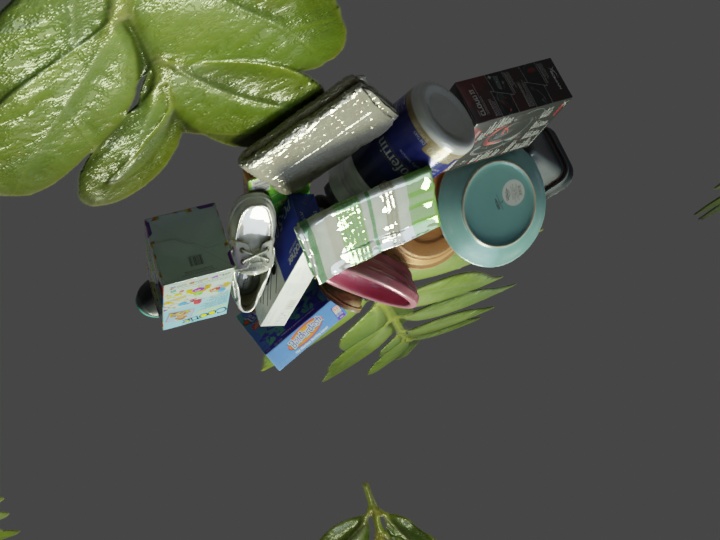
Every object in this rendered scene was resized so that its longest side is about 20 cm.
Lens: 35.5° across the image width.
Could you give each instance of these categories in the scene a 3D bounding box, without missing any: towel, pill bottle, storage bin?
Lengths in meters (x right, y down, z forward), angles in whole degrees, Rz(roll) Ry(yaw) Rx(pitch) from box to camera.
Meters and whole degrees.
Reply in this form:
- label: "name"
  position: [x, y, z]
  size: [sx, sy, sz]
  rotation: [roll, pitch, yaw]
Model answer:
- label: "towel"
  position: [-0.054, -0.175, 1.464]
  size: [0.200, 0.035, 0.132]
  rotation: [-33, 155, 14]
- label: "towel"
  position: [0.015, -0.059, 1.540]
  size: [0.200, 0.031, 0.149]
  rotation: [-24, 152, -4]
- label: "pill bottle"
  position: [0.053, -0.163, 1.562]
  size: [0.200, 0.116, 0.116]
  rotation: [-36, 162, 36]
- label: "storage bin"
  position: [0.233, -0.161, 1.863]
  size: [0.200, 0.146, 0.134]
  rotation: [-31, 155, 20]

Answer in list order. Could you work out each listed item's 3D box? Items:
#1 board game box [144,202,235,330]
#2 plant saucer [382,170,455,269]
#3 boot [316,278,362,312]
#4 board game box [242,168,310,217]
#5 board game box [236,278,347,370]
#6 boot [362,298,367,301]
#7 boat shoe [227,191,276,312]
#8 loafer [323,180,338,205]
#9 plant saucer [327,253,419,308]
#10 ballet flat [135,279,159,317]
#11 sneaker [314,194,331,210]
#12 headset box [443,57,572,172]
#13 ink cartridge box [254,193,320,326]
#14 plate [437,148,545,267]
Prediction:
- label: "board game box"
  position: [-0.250, -0.003, 1.623]
  size: [0.105, 0.103, 0.200]
  rotation: [-15, 163, -16]
- label: "plant saucer"
  position: [0.097, -0.100, 1.716]
  size: [0.200, 0.201, 0.032]
  rotation: [-18, -164, -28]
- label: "boot"
  position: [-0.029, -0.002, 1.898]
  size: [0.073, 0.200, 0.076]
  rotation: [23, 114, -25]
- label: "board game box"
  position: [-0.120, -0.104, 1.619]
  size: [0.095, 0.030, 0.200]
  rotation: [-22, 156, -14]
- label: "board game box"
  position: [-0.124, 0.078, 1.962]
  size: [0.152, 0.045, 0.200]
  rotation: [-40, -154, -6]
- label: "boot"
  position: [0.018, -0.028, 2.032]
  size: [0.162, 0.073, 0.198]
  rotation: [-46, -154, -15]
- label: "boat shoe"
  position: [-0.151, -0.021, 1.594]
  size: [0.071, 0.069, 0.200]
  rotation: [-5, 135, -14]
- label: "loafer"
  position: [0.030, -0.125, 1.754]
  size: [0.072, 0.073, 0.200]
  rotation: [-39, 163, 28]
- label: "plant saucer"
  position: [0.000, 0.000, 1.726]
  size: [0.201, 0.200, 0.051]
  rotation: [63, 48, -76]
- label: "ballet flat"
  position: [-0.278, 0.030, 1.779]
  size: [0.073, 0.073, 0.200]
  rotation: [-31, 171, 22]
- label: "sneaker"
  position: [-0.102, -0.071, 1.749]
  size: [0.200, 0.075, 0.116]
  rotation: [-15, 148, -34]
- label: "headset box"
  position: [0.187, -0.224, 1.652]
  size: [0.200, 0.075, 0.149]
  rotation: [-19, 164, -27]
- label: "ink cartridge box"
  position: [-0.108, -0.013, 1.650]
  size: [0.044, 0.094, 0.200]
  rotation: [0, 143, -30]
- label: "plate"
  position: [0.211, -0.104, 1.743]
  size: [0.200, 0.201, 0.026]
  rotation: [-20, -166, -22]
